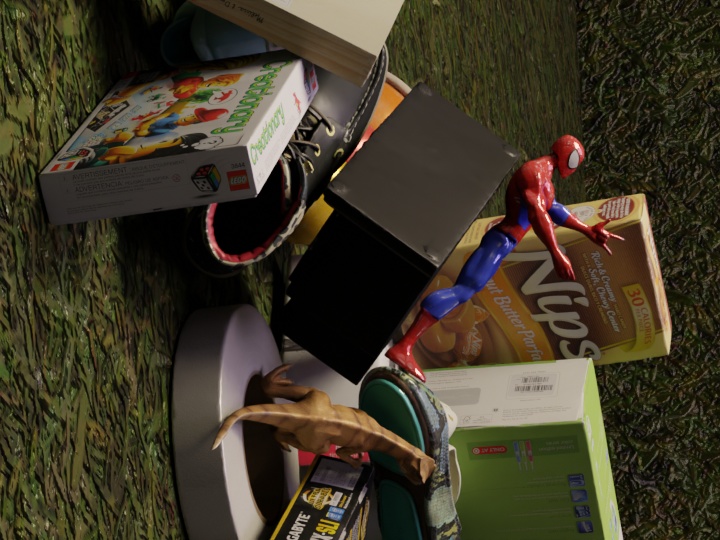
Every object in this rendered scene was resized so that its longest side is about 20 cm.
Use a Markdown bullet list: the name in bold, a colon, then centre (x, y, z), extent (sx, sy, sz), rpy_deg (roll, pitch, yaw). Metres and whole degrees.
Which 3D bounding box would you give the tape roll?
- **tape roll**: centre (-0.084, 0.124, 1.648), extent (0.203, 0.037, 0.203), rpy_deg (-7, 90, -79)

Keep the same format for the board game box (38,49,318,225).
- **board game box**: centre (-0.105, -0.084, 1.444), extent (0.200, 0.126, 0.035), rpy_deg (-68, 149, -66)

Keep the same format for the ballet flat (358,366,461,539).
- **ballet flat**: centre (0.040, 0.131, 1.714), extent (0.074, 0.074, 0.200), rpy_deg (-83, 172, -48)

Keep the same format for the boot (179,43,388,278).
- **boot**: centre (-0.042, -0.080, 1.566), extent (0.204, 0.073, 0.154), rpy_deg (-54, -174, -3)

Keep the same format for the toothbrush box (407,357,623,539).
- **toothbrush box**: centre (0.117, 0.174, 1.830), extent (0.086, 0.145, 0.200), rpy_deg (-74, 155, -56)

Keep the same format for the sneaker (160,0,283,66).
- **sneaker**: centre (-0.102, -0.167, 1.659), extent (0.200, 0.082, 0.074), rpy_deg (174, -93, -79)

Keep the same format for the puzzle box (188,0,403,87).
- **puzzle box**: centre (-0.072, -0.192, 1.540), extent (0.025, 0.200, 0.133), rpy_deg (-63, -178, 25)

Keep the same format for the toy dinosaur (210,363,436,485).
- **toy dinosaur**: centre (-0.037, 0.099, 1.614), extent (0.200, 0.106, 0.061), rpy_deg (14, 91, -34)

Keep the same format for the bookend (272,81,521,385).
- **bookend**: centre (0.000, 0.000, 1.667), extent (0.200, 0.092, 0.199), rpy_deg (-56, 178, 32)

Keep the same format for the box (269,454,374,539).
- **box**: centre (-0.036, 0.250, 1.645), extent (0.160, 0.049, 0.200), rpy_deg (-64, 162, -68)

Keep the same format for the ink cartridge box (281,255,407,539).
- **ink cartridge box**: centre (-0.006, 0.103, 1.866), extent (0.145, 0.083, 0.200), rpy_deg (67, 22, -51)

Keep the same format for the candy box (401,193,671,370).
- **candy box**: centre (0.129, 0.017, 1.828), extent (0.055, 0.200, 0.116), rpy_deg (-69, 147, -63)

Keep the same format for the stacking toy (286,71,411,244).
- **stacking toy**: centre (-0.040, -0.069, 1.818), extent (0.200, 0.146, 0.146), rpy_deg (-33, 117, -57)

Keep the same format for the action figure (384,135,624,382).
- **action figure**: centre (0.112, 0.003, 1.670), extent (0.200, 0.099, 0.065), rpy_deg (-57, 180, -1)
